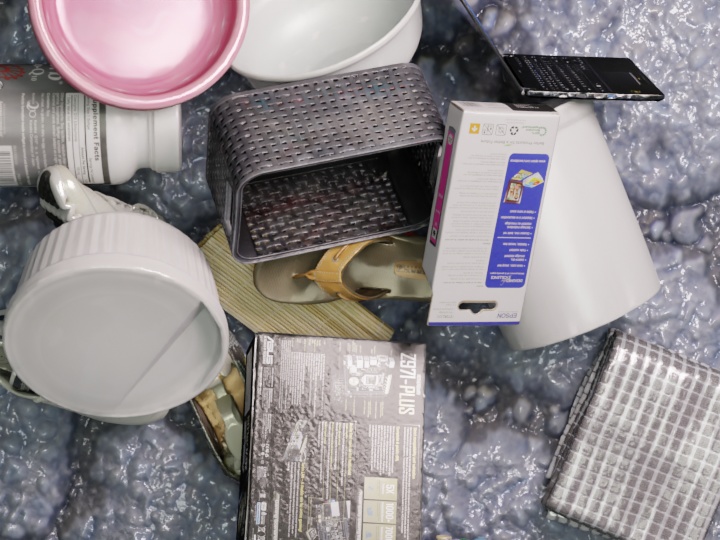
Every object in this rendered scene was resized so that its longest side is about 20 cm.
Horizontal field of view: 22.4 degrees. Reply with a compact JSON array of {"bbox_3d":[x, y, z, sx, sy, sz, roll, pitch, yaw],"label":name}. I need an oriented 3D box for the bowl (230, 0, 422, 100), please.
[{"bbox_3d":[-0.024,-0.209,1.700,0.201,0.201,0.090,-25,128,-2],"label":"bowl"}]

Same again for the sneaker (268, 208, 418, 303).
[{"bbox_3d":[-0.002,0.000,1.764,0.200,0.077,0.082,17,119,-3],"label":"sneaker"}]

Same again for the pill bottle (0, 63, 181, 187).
[{"bbox_3d":[-0.269,-0.137,1.705,0.200,0.116,0.116,-1,94,-4],"label":"pill bottle"}]

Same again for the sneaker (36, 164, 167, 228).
[{"bbox_3d":[-0.230,-0.039,1.707,0.081,0.075,0.200,-45,133,-9],"label":"sneaker"}]

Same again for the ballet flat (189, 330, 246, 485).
[{"bbox_3d":[-0.133,0.119,1.752,0.072,0.072,0.201,-25,94,-2],"label":"ballet flat"}]

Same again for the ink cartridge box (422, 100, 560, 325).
[{"bbox_3d":[0.111,-0.049,1.597,0.095,0.037,0.200,0,110,-23],"label":"ink cartridge box"}]

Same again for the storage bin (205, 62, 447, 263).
[{"bbox_3d":[-0.030,-0.096,1.627,0.200,0.135,0.094,-13,58,-15],"label":"storage bin"}]

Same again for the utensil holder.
[{"bbox_3d":[0.172,-0.046,1.711,0.170,0.170,0.200,-23,96,-2],"label":"utensil holder"}]

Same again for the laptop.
[{"bbox_3d":[0.171,-0.225,1.686,0.200,0.177,0.103,2,108,-3],"label":"laptop"}]

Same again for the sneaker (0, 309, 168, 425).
[{"bbox_3d":[-0.279,0.106,1.730,0.200,0.081,0.077,19,105,-2],"label":"sneaker"}]

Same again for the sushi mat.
[{"bbox_3d":[-0.072,0.029,1.740,0.200,0.012,0.096,38,118,-18],"label":"sushi mat"}]

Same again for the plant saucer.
[{"bbox_3d":[-0.202,-0.242,1.644,0.200,0.051,0.201,1,85,-17],"label":"plant saucer"}]

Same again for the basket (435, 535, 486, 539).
[{"bbox_3d":[0.069,0.333,1.729,0.200,0.176,0.139,-26,99,-20],"label":"basket"}]

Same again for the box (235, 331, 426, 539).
[{"bbox_3d":[-0.027,0.165,1.689,0.163,0.086,0.200,4,75,-8],"label":"box"}]

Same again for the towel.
[{"bbox_3d":[0.281,0.176,1.772,0.165,0.086,0.200,21,92,-4],"label":"towel"}]

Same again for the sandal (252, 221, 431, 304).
[{"bbox_3d":[0.000,0.000,1.687,0.200,0.054,0.080,3,106,0],"label":"sandal"}]

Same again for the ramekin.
[{"bbox_3d":[-0.219,0.035,1.646,0.202,0.094,0.203,-2,135,-2],"label":"ramekin"}]
